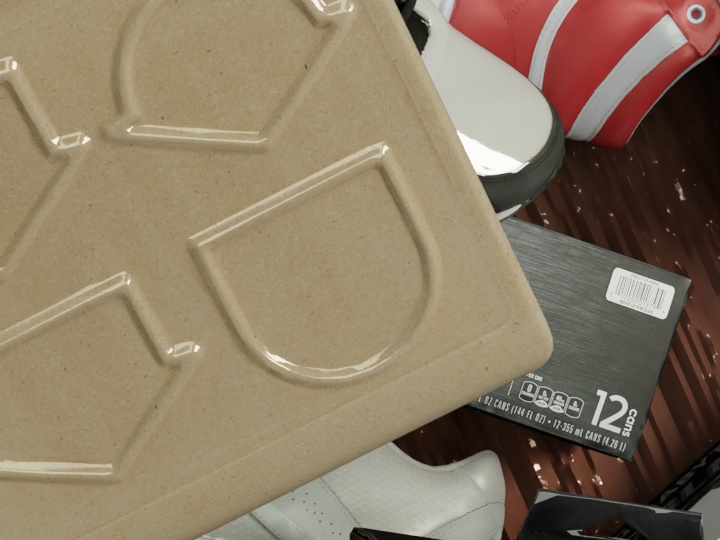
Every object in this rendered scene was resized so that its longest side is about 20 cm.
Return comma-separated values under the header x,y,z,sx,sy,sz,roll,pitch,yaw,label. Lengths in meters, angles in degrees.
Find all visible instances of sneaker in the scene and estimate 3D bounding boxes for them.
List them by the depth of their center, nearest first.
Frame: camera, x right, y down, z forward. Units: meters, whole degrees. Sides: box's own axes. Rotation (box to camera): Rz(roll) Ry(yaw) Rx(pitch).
x,y,z,sx,sy,sz,roll,pitch,yaw,label
-0.022,-0.079,0.843,0.199,0.080,0.074,27,48,-11,sneaker
-0.047,0.069,0.910,0.199,0.076,0.092,20,64,-3,sneaker
0.080,-0.137,0.911,0.112,0.071,0.201,17,103,-5,sneaker

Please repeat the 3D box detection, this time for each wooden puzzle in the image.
x,y,z,sx,sy,sz,roll,pitch,yaw,label
-0.063,-0.015,0.813,0.185,0.046,0.201,-26,118,2,wooden puzzle

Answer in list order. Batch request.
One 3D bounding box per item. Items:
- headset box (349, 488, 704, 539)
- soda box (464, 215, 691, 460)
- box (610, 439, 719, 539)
x,y,z,sx,sy,sz,roll,pitch,yaw,label
0.060,0.166,0.816,0.148,0.077,0.201,10,89,-7,headset box
0.000,0.000,0.907,0.199,0.071,0.064,20,88,-6,soda box
0.213,0.111,0.944,0.200,0.050,0.199,-41,95,-7,box
